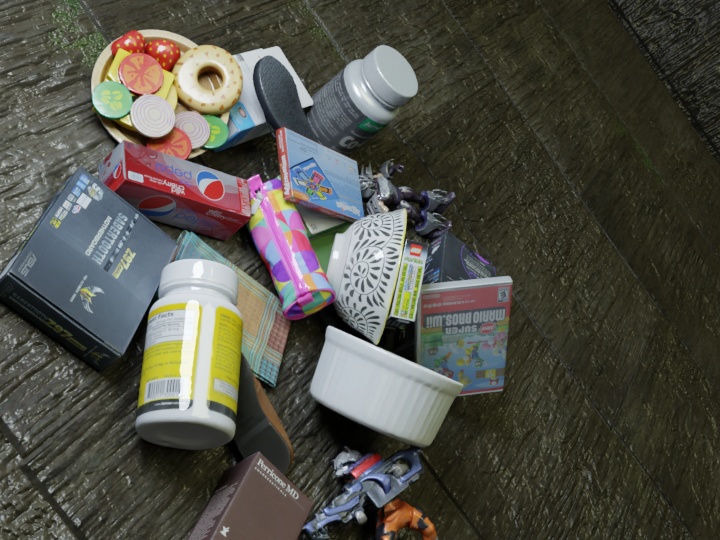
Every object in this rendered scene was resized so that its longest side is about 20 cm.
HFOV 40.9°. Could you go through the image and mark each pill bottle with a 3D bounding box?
[{"bbox_3d":[-0.010,-0.263,1.544,0.113,0.199,0.114,27,46,-32],"label":"pill bottle"},{"bbox_3d":[-0.196,0.097,1.128,0.114,0.114,0.202,23,56,-36],"label":"pill bottle"}]

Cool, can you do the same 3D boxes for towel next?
[{"bbox_3d":[-0.176,0.051,1.279,0.199,0.022,0.148,37,42,-25],"label":"towel"}]

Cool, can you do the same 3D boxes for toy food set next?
[{"bbox_3d":[-0.266,-0.239,1.314,0.198,0.049,0.200,24,66,-17],"label":"toy food set"}]

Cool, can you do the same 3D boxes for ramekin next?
[{"bbox_3d":[0.029,0.157,1.290,0.199,0.200,0.099,27,85,-34],"label":"ramekin"}]

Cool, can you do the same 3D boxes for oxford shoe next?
[{"bbox_3d":[-0.147,0.167,1.206,0.201,0.071,0.071,61,5,7],"label":"oxford shoe"}]

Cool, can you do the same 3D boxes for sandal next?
[{"bbox_3d":[-0.113,-0.218,1.430,0.076,0.042,0.201,-50,126,-43],"label":"sandal"}]

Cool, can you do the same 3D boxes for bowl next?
[{"bbox_3d":[0.000,0.000,1.397,0.093,0.202,0.202,11,48,-3],"label":"bowl"}]

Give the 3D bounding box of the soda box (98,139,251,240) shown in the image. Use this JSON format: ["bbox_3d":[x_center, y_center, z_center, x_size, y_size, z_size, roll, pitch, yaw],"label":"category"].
[{"bbox_3d":[-0.242,-0.102,1.274,0.199,0.070,0.064,16,52,-40],"label":"soda box"}]

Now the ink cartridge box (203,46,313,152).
[{"bbox_3d":[-0.172,-0.265,1.473,0.117,0.068,0.200,58,37,0],"label":"ink cartridge box"}]

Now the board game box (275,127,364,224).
[{"bbox_3d":[-0.056,-0.135,1.427,0.199,0.019,0.104,16,61,-58],"label":"board game box"}]

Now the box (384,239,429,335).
[{"bbox_3d":[0.059,0.029,1.401,0.034,0.200,0.111,12,80,-3],"label":"box"}]

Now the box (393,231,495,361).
[{"bbox_3d":[0.138,0.061,1.550,0.122,0.106,0.201,34,42,-24],"label":"box"}]

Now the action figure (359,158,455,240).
[{"bbox_3d":[0.070,-0.123,1.644,0.199,0.069,0.131,19,56,-35],"label":"action figure"}]

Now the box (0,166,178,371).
[{"bbox_3d":[-0.317,-0.005,1.137,0.158,0.051,0.201,42,39,-21],"label":"box"}]

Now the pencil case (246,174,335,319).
[{"bbox_3d":[-0.107,-0.032,1.352,0.088,0.088,0.201,-4,61,-49],"label":"pencil case"}]

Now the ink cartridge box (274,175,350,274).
[{"bbox_3d":[-0.047,-0.062,1.485,0.145,0.048,0.201,-23,80,-53],"label":"ink cartridge box"}]

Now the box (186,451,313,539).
[{"bbox_3d":[-0.138,0.316,1.087,0.100,0.075,0.201,45,37,-14],"label":"box"}]

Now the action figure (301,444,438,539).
[{"bbox_3d":[0.010,0.326,1.258,0.198,0.105,0.195,-22,72,-25],"label":"action figure"}]

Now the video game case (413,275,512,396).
[{"bbox_3d":[0.150,0.103,1.434,0.141,0.202,0.018,-6,32,-8],"label":"video game case"}]
